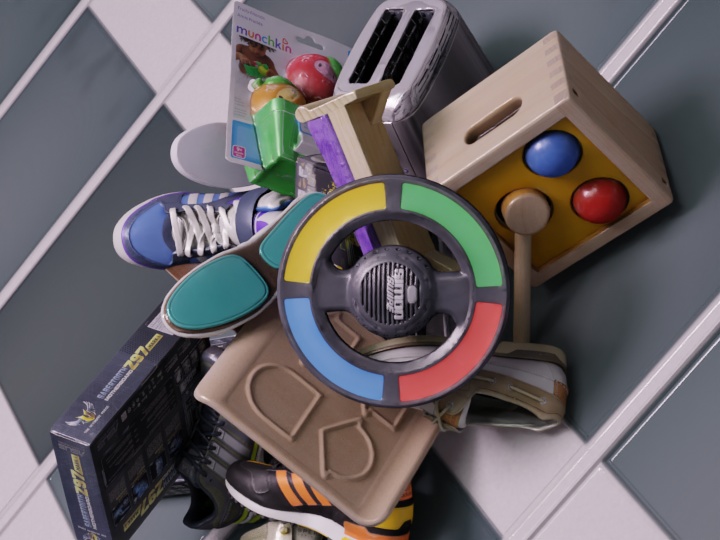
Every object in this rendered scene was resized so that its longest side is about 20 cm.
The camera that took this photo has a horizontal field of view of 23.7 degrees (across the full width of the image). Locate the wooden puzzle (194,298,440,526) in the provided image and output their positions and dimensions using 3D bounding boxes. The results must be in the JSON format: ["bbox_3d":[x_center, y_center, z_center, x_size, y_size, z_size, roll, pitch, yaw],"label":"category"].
[{"bbox_3d":[-0.031,0.118,1.539,0.185,0.200,0.046,-54,0,-45],"label":"wooden puzzle"}]

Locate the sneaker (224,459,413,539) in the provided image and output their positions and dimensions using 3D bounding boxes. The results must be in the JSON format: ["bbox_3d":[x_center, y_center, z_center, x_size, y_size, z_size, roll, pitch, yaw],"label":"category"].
[{"bbox_3d":[-0.035,0.195,1.592,0.200,0.070,0.090,18,104,30],"label":"sneaker"}]

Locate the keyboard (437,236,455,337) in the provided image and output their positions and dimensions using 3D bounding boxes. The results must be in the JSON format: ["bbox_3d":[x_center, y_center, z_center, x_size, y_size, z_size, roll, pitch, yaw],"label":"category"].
[{"bbox_3d":[0.078,0.008,1.585,0.011,0.056,0.200,-4,91,12],"label":"keyboard"}]

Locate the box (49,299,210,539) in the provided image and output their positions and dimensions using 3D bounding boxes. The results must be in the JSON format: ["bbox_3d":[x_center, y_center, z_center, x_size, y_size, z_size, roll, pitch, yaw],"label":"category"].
[{"bbox_3d":[-0.209,0.148,1.637,0.051,0.158,0.200,17,46,24],"label":"box"}]

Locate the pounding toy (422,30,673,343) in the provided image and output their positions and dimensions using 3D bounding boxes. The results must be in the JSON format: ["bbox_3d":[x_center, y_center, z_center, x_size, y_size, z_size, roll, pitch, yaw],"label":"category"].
[{"bbox_3d":[0.158,-0.065,1.530,0.200,0.184,0.142,-34,35,25],"label":"pounding toy"}]

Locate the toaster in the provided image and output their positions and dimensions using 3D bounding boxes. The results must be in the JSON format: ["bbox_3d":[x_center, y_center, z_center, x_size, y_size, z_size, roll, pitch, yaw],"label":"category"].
[{"bbox_3d":[0.057,-0.179,1.687,0.114,0.129,0.200,9,59,34],"label":"toaster"}]

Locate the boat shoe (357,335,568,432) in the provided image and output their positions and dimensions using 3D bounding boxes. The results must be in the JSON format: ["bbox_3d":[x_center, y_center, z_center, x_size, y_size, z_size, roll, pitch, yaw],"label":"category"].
[{"bbox_3d":[0.083,0.103,1.503,0.200,0.075,0.068,-1,59,1],"label":"boat shoe"}]

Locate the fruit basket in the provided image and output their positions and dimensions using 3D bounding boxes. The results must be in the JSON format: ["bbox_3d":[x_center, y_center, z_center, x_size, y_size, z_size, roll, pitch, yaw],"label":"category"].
[{"bbox_3d":[-0.052,-0.172,1.774,0.094,0.185,0.200,-30,48,49],"label":"fruit basket"}]

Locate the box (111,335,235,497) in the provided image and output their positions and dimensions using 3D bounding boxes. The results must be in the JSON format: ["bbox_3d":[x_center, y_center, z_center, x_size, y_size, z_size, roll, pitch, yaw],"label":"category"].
[{"bbox_3d":[-0.201,0.160,1.825,0.200,0.046,0.159,-12,60,39],"label":"box"}]

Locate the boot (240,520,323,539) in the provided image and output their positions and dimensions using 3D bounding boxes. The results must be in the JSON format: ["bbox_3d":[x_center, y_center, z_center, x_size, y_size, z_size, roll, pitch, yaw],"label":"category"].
[{"bbox_3d":[-0.052,0.307,1.582,0.200,0.072,0.155,-13,57,42],"label":"boot"}]

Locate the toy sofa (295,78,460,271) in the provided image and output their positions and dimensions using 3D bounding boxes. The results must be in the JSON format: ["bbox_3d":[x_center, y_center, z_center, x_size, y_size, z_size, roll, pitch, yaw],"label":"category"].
[{"bbox_3d":[0.009,-0.061,1.523,0.098,0.083,0.200,-20,94,30],"label":"toy sofa"}]

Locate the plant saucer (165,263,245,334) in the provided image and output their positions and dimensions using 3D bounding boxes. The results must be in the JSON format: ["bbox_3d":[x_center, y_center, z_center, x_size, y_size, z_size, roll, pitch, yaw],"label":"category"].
[{"bbox_3d":[-0.103,0.054,1.657,0.037,0.200,0.200,-47,42,-4],"label":"plant saucer"}]

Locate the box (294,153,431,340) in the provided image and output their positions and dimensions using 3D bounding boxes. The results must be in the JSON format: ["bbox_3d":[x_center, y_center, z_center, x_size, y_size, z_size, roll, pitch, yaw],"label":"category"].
[{"bbox_3d":[0.000,0.000,1.654,0.161,0.049,0.200,25,119,48],"label":"box"}]

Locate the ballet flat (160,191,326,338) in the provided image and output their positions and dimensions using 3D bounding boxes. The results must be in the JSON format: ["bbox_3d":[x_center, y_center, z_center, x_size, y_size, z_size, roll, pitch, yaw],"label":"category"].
[{"bbox_3d":[-0.096,0.004,1.553,0.200,0.069,0.069,-39,37,-22],"label":"ballet flat"}]

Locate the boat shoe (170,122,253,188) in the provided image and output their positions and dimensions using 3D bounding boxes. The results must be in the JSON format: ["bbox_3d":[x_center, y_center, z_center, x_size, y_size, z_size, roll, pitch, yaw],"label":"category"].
[{"bbox_3d":[-0.118,-0.121,1.811,0.057,0.200,0.069,0,93,55],"label":"boat shoe"}]

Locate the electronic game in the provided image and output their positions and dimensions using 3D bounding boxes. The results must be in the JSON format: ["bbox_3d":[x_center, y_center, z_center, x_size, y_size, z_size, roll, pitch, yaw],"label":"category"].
[{"bbox_3d":[0.028,0.018,1.454,0.200,0.042,0.200,1,96,8],"label":"electronic game"}]

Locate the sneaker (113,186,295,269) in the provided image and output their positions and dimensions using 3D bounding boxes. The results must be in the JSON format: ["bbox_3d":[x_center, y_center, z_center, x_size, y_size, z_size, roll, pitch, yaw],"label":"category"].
[{"bbox_3d":[-0.139,-0.049,1.770,0.146,0.200,0.081,-6,90,60],"label":"sneaker"}]

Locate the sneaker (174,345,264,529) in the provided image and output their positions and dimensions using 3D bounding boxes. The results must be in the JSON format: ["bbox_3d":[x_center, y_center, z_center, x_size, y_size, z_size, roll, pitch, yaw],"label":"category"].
[{"bbox_3d":[-0.138,0.169,1.660,0.074,0.081,0.200,20,122,45],"label":"sneaker"}]
